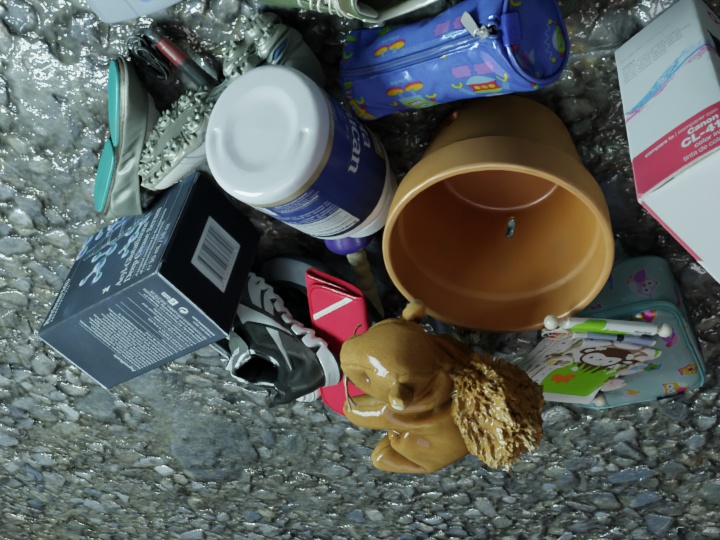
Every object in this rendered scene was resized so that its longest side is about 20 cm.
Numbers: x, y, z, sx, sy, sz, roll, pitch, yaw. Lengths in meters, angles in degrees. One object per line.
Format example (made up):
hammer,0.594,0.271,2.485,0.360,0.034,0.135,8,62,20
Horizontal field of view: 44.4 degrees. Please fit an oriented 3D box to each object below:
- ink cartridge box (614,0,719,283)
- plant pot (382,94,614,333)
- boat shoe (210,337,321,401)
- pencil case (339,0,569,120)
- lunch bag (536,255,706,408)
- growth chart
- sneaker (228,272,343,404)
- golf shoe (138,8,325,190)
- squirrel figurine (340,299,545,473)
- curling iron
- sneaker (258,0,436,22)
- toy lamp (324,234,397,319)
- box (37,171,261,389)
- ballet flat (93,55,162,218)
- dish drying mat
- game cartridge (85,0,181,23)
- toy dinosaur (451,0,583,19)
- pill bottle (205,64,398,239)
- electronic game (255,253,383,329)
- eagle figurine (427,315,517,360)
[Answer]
ink cartridge box,0.278,-0.097,0.682,0.147,0.202,0.085,35,132,-24
plant pot,0.124,-0.061,0.798,0.196,0.142,0.202,6,136,5
boat shoe,-0.132,0.092,1.018,0.200,0.069,0.072,44,146,-3
pencil case,0.066,-0.170,0.693,0.086,0.080,0.198,-5,-178,-43
lunch bag,0.272,0.076,0.935,0.158,0.078,0.200,-17,140,21
growth chart,0.218,0.091,0.860,0.141,0.018,0.201,2,151,-7
sneaker,-0.112,0.069,0.938,0.199,0.090,0.067,40,145,31
golf shoe,-0.114,-0.131,0.797,0.199,0.079,0.097,-40,132,17
squirrel figurine,0.075,0.102,0.800,0.196,0.144,0.187,9,155,22
curling iron,-0.135,-0.163,0.837,0.199,0.026,0.049,34,154,-28
sneaker,-0.008,-0.232,0.685,0.196,0.091,0.068,-5,136,17
toy lamp,0.000,0.000,0.951,0.057,0.059,0.202,-2,136,14
box,-0.223,0.014,0.946,0.198,0.150,0.107,-25,126,32
ballet flat,-0.224,-0.130,0.873,0.063,0.068,0.201,-3,143,-25
dish drying mat,-0.020,0.088,0.940,0.076,0.018,0.203,20,137,25
game cartridge,-0.171,-0.284,0.709,0.197,0.042,0.134,-20,124,29
toy dinosaur,0.122,-0.214,0.712,0.087,0.048,0.199,29,138,-27
pill bottle,-0.039,-0.091,0.772,0.109,0.114,0.199,-10,166,22
electronic game,-0.041,0.064,0.994,0.198,0.042,0.202,27,143,23
eagle figurine,0.121,0.064,0.962,0.149,0.150,0.204,-15,109,-30
